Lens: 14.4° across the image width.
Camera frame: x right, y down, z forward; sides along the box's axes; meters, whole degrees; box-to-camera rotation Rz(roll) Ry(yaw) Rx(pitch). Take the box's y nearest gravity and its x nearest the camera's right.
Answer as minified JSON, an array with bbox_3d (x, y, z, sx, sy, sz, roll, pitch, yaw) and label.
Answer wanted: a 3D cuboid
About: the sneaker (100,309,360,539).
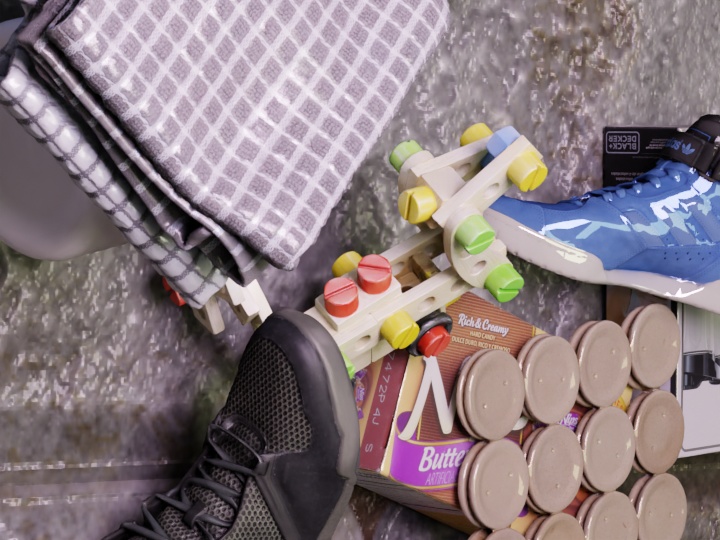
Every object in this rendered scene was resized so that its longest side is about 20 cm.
[{"bbox_3d":[-0.068,0.117,1.407,0.114,0.076,0.200,-14,131,-43],"label":"sneaker"}]

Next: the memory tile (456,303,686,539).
[{"bbox_3d":[0.121,0.106,1.607,0.200,0.017,0.154,-13,102,-48],"label":"memory tile"}]

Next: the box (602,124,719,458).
[{"bbox_3d":[0.206,0.010,1.742,0.117,0.060,0.200,-2,95,-47],"label":"box"}]

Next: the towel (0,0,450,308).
[{"bbox_3d":[-0.057,-0.108,1.265,0.166,0.086,0.200,50,54,-29],"label":"towel"}]

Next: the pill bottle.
[{"bbox_3d":[-0.089,-0.079,1.372,0.200,0.114,0.115,-17,105,-46],"label":"pill bottle"}]

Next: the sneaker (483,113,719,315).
[{"bbox_3d":[0.163,-0.044,1.631,0.200,0.077,0.111,14,97,-16],"label":"sneaker"}]

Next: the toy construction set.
[{"bbox_3d":[0.000,0.000,1.455,0.200,0.092,0.131,-17,147,-10],"label":"toy construction set"}]

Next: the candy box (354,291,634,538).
[{"bbox_3d":[0.066,0.084,1.598,0.200,0.056,0.117,29,71,-46],"label":"candy box"}]
